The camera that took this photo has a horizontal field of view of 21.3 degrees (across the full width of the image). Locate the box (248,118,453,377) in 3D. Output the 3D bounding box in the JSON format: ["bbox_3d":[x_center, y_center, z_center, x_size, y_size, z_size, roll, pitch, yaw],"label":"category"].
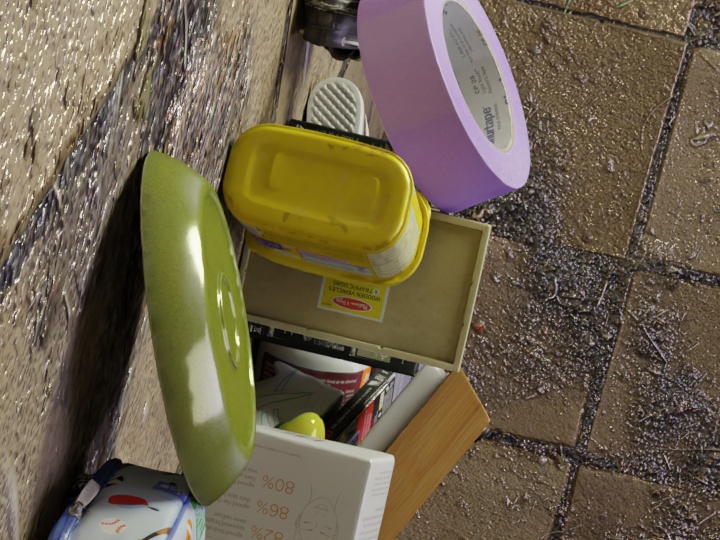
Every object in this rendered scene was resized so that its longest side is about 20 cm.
[{"bbox_3d":[-0.005,-0.020,1.731,0.086,0.162,0.202,21,81,-86],"label":"box"}]

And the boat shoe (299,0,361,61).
[{"bbox_3d":[-0.012,-0.213,1.674,0.200,0.073,0.061,-8,110,-83],"label":"boat shoe"}]

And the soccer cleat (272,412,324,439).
[{"bbox_3d":[-0.077,0.217,1.646,0.065,0.084,0.201,20,104,-56],"label":"soccer cleat"}]

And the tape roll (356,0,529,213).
[{"bbox_3d":[0.072,-0.153,1.601,0.200,0.065,0.201,49,30,-43],"label":"tape roll"}]

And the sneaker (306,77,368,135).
[{"bbox_3d":[-0.028,-0.078,1.846,0.079,0.078,0.202,64,37,-76],"label":"sneaker"}]

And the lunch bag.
[{"bbox_3d":[-0.144,0.205,1.038,0.160,0.075,0.202,-59,163,-72],"label":"lunch bag"}]

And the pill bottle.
[{"bbox_3d":[-0.051,0.114,1.878,0.114,0.113,0.202,-66,169,-73],"label":"pill bottle"}]

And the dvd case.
[{"bbox_3d":[-0.034,0.199,1.800,0.200,0.022,0.147,-46,153,-39],"label":"dvd case"}]

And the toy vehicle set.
[{"bbox_3d":[0.000,0.000,1.592,0.027,0.198,0.125,-23,127,-84],"label":"toy vehicle set"}]

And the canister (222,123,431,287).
[{"bbox_3d":[-0.024,-0.048,1.467,0.200,0.147,0.087,61,42,-82],"label":"canister"}]

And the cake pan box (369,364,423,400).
[{"bbox_3d":[-0.015,0.088,1.961,0.052,0.184,0.202,-10,121,-42],"label":"cake pan box"}]

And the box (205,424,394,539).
[{"bbox_3d":[-0.072,0.232,1.558,0.106,0.151,0.202,20,83,-78],"label":"box"}]

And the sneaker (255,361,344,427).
[{"bbox_3d":[-0.095,0.154,1.744,0.200,0.080,0.071,-42,162,-49],"label":"sneaker"}]

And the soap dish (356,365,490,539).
[{"bbox_3d":[0.034,0.176,1.709,0.200,0.081,0.157,-50,175,-5],"label":"soap dish"}]

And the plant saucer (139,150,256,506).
[{"bbox_3d":[-0.087,0.030,1.077,0.200,0.031,0.202,-9,90,-86],"label":"plant saucer"}]
